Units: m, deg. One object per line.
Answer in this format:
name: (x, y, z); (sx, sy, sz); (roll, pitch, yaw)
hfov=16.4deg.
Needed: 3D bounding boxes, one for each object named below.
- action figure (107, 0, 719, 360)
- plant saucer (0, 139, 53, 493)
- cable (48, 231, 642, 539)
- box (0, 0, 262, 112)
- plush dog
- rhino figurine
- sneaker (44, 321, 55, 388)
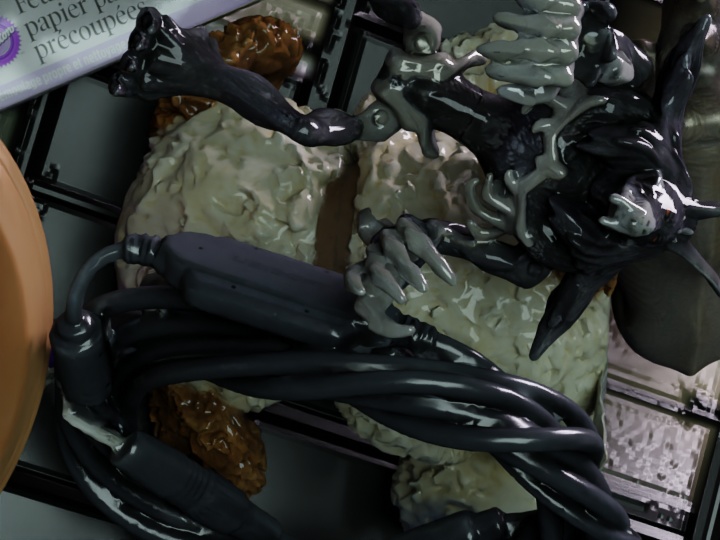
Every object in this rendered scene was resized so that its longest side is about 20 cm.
action figure: (0.028, -0.039, 0.728); (0.199, 0.102, 0.119); (25, 109, -3)
plant saucer: (-0.175, 0.027, 0.740); (0.199, 0.037, 0.202); (-12, 112, -33)
cable: (-0.008, 0.068, 0.804); (0.199, 0.164, 0.051); (17, 47, 3)
box: (-0.057, -0.108, 0.890); (0.199, 0.041, 0.039); (-26, 95, -21)
plush dog: (0.000, 0.000, 0.861); (0.170, 0.160, 0.202); (3, 85, 3)
rhino figurine: (0.117, -0.036, 0.871); (0.059, 0.200, 0.088); (0, 59, 4)
sneaker: (-0.172, -0.037, 0.827); (0.200, 0.069, 0.100); (34, 61, -21)
